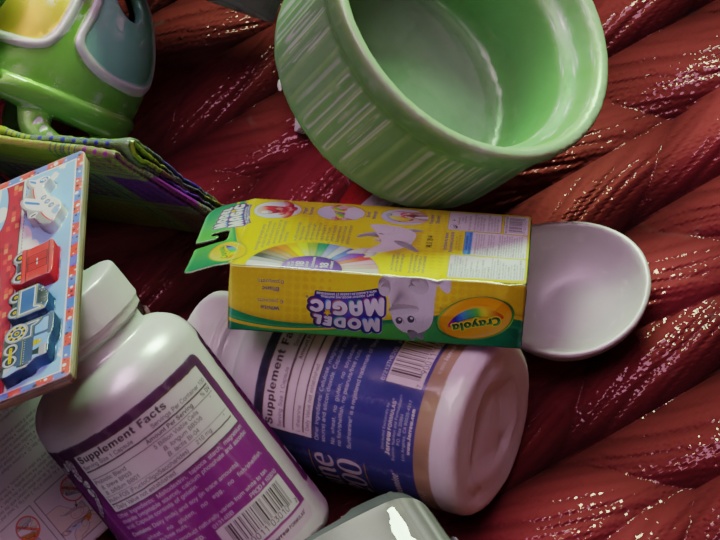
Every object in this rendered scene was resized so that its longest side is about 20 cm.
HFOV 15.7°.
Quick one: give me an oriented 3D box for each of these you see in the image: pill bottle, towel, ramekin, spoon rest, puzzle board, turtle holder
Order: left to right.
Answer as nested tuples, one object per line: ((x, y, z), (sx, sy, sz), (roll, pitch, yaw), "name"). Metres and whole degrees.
((-0.227, 0.018, 1.496), (0.150, 0.017, 0.200), (-21, 37, 14), "puzzle board")
((-0.223, -0.159, 1.774), (0.141, 0.185, 0.132), (22, 90, 56), "turtle holder")
((-0.167, -0.060, 1.692), (0.143, 0.200, 0.023), (9, 79, 25), "towel")
((-0.118, 0.097, 1.521), (0.112, 0.200, 0.112), (-35, 11, 8), "pill bottle")
((-0.008, 0.073, 1.588), (0.200, 0.111, 0.111), (13, 61, 26), "pill bottle")
((0.044, -0.135, 1.610), (0.098, 0.200, 0.200), (-40, 34, 48), "ramekin")
((0.082, 0.011, 1.635), (0.200, 0.061, 0.100), (1, 57, 20), "spoon rest")

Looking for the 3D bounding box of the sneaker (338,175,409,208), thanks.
((0.014, -0.100, 1.684), (0.112, 0.071, 0.200), (44, 51, -1), "sneaker")

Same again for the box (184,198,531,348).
((0.000, 0.000, 1.558), (0.200, 0.048, 0.117), (6, 22, 4), "box")

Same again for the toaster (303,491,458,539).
((-0.008, 0.225, 1.461), (0.200, 0.114, 0.129), (-28, 42, -15), "toaster")

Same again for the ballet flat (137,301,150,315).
((-0.134, 0.099, 1.651), (0.046, 0.067, 0.200), (2, 51, -18), "ballet flat")

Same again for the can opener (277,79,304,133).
((-0.023, -0.176, 1.822), (0.066, 0.053, 0.200), (11, 54, -16), "can opener")

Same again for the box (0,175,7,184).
((-0.287, -0.001, 1.740), (0.148, 0.104, 0.200), (-39, 53, -11), "box")

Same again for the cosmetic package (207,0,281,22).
((-0.162, -0.234, 1.789), (0.200, 0.151, 0.052), (21, 89, 18), "cosmetic package")

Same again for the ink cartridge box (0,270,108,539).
((-0.194, 0.096, 1.570), (0.161, 0.200, 0.050), (-42, 15, -25), "ink cartridge box")
